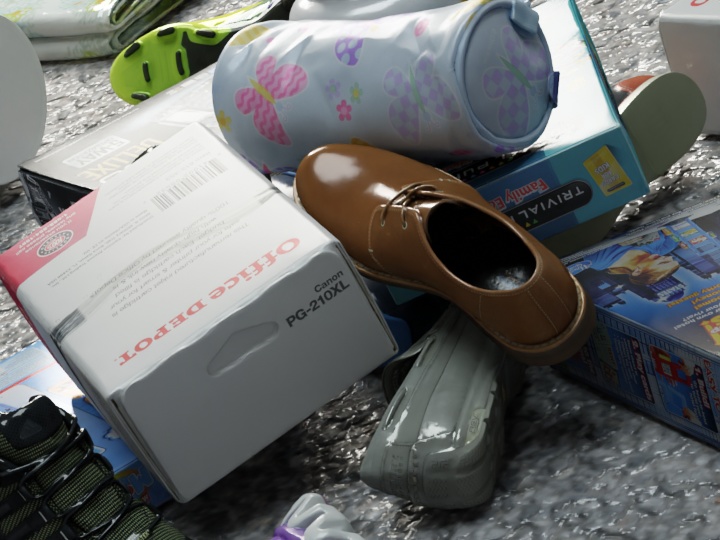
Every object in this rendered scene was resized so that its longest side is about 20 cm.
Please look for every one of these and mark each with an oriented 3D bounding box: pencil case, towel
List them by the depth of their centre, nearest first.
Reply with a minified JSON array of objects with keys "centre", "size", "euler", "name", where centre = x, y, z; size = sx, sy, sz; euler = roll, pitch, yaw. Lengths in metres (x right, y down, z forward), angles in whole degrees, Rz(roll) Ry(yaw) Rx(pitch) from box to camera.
[{"centre":[0.010,-0.102,1.622],"size":[0.200,0.091,0.083],"euler":[-4,-10,43],"name":"pencil case"},{"centre":[-0.228,-0.223,2.416],"size":[0.200,0.048,0.171],"euler":[-1,28,36],"name":"towel"}]

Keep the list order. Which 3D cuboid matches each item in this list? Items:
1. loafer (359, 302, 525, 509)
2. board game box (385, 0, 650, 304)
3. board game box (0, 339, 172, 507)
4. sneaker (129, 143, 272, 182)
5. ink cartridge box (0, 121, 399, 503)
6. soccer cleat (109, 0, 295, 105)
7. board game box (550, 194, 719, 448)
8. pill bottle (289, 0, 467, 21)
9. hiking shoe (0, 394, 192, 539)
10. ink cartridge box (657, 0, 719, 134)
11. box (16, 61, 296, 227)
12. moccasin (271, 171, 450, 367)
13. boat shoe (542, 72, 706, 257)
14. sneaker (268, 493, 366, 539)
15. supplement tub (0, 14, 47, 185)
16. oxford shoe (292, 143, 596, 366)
[{"centre":[0.046,0.054,1.551],"size":[0.070,0.070,0.200],"euler":[2,28,13],"name":"loafer"},{"centre":[0.071,-0.071,1.668],"size":[0.151,0.047,0.200],"euler":[-24,26,8],"name":"board game box"},{"centre":[-0.183,0.103,1.653],"size":[0.151,0.037,0.200],"euler":[-30,25,-26],"name":"board game box"},{"centre":[-0.112,-0.044,1.782],"size":[0.075,0.079,0.200],"euler":[9,-19,-27],"name":"sneaker"},{"centre":[-0.091,0.019,1.592],"size":[0.145,0.084,0.200],"euler":[-35,31,-9],"name":"ink cartridge box"},{"centre":[-0.084,-0.162,2.176],"size":[0.200,0.065,0.084],"euler":[-20,-7,5],"name":"soccer cleat"},{"centre":[0.210,0.022,1.514],"size":[0.200,0.062,0.200],"euler":[-21,24,-8],"name":"board game box"},{"centre":[0.021,-0.127,1.812],"size":[0.111,0.200,0.111],"euler":[-15,23,6],"name":"pill bottle"},{"centre":[-0.153,0.117,1.476],"size":[0.200,0.101,0.076],"euler":[22,48,28],"name":"hiking shoe"},{"centre":[0.302,-0.145,1.795],"size":[0.200,0.085,0.144],"euler":[8,34,44],"name":"ink cartridge box"},{"centre":[-0.106,-0.079,1.992],"size":[0.200,0.050,0.158],"euler":[-30,26,-27],"name":"box"},{"centre":[0.000,0.000,1.724],"size":[0.068,0.081,0.200],"euler":[-20,37,-18],"name":"moccasin"},{"centre":[0.119,-0.054,1.742],"size":[0.200,0.071,0.063],"euler":[-38,19,-30],"name":"boat shoe"},{"centre":[-0.015,0.166,1.339],"size":[0.088,0.081,0.200],"euler":[-30,17,-14],"name":"sneaker"},{"centre":[-0.339,-0.117,2.129],"size":[0.200,0.146,0.145],"euler":[-2,27,34],"name":"supplement tub"},{"centre":[0.035,-0.026,1.528],"size":[0.200,0.071,0.071],"euler":[29,75,37],"name":"oxford shoe"}]
